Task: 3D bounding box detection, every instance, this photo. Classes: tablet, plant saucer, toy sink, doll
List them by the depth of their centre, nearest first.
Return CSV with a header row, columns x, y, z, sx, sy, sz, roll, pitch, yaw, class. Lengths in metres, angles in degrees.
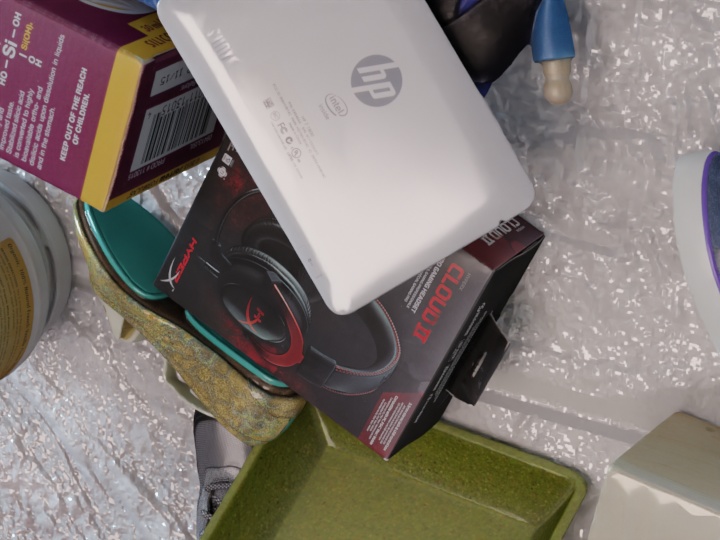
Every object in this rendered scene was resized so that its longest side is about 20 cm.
x,y,z,sx,sy,sz,roll,pitch,yaw,class
-0.008,-0.091,1.481,0.130,0.014,0.200,-31,89,9,tablet
0.057,-0.130,1.500,0.136,0.048,0.200,36,99,11,doll
0.193,0.202,1.544,0.130,0.112,0.200,22,114,22,toy sink
0.008,0.180,1.622,0.200,0.200,0.048,20,154,23,plant saucer

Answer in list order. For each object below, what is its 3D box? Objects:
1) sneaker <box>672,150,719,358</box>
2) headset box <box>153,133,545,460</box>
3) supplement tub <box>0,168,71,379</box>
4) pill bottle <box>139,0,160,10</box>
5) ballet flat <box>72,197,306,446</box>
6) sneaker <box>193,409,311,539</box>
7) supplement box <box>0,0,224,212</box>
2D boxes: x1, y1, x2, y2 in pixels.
x,y,z,sx,sy,sz,roll,pitch,yaw,class
0.261,0.015,1.457,0.146,0.081,0.200,-17,97,26,sneaker
0.000,0.000,1.597,0.200,0.075,0.149,37,122,13,headset box
-0.282,0.021,1.694,0.144,0.200,0.145,11,114,26,supplement tub
-0.135,-0.220,1.568,0.200,0.112,0.112,29,121,18,pill bottle
-0.113,0.032,1.668,0.200,0.071,0.071,42,125,22,ballet flat
-0.081,0.174,1.686,0.075,0.114,0.200,-2,109,38,sneaker
-0.184,-0.134,1.620,0.200,0.131,0.103,27,119,18,supplement box
